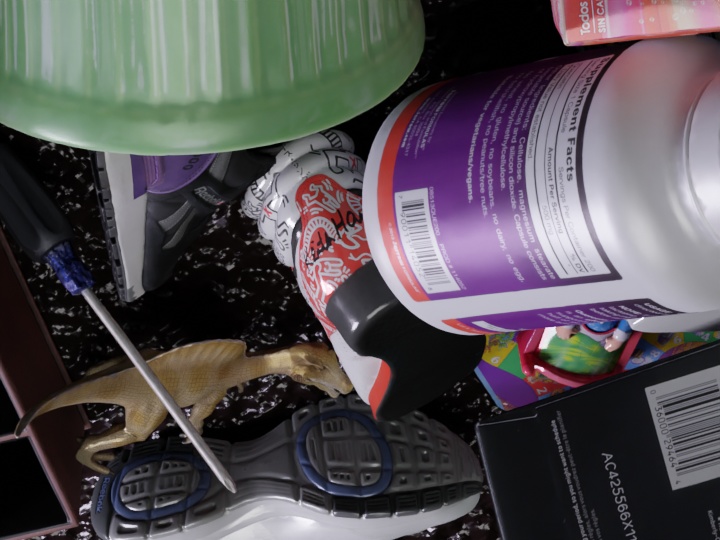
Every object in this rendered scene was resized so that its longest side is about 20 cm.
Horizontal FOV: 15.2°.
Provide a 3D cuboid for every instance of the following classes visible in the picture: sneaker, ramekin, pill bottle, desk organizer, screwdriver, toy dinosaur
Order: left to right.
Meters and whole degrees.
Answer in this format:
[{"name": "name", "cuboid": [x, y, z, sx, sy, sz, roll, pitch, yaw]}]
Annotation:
[{"name": "desk organizer", "cuboid": [-0.195, 0.036, 1.291, 0.071, 0.077, 0.200, -14, 128, 8]}, {"name": "screwdriver", "cuboid": [-0.115, 0.020, 1.237, 0.028, 0.200, 0.029, -30, 162, -33]}, {"name": "toy dinosaur", "cuboid": [-0.103, 0.054, 1.299, 0.199, 0.058, 0.101, -8, 162, -37]}, {"name": "ramekin", "cuboid": [-0.073, -0.136, 1.090, 0.199, 0.200, 0.098, -2, 121, -2]}, {"name": "sneaker", "cuboid": [-0.074, -0.042, 1.199, 0.087, 0.076, 0.200, -11, 163, -7]}, {"name": "sneaker", "cuboid": [-0.033, 0.120, 1.384, 0.199, 0.075, 0.087, -7, 141, 11]}, {"name": "sneaker", "cuboid": [0.001, -0.001, 1.282, 0.067, 0.108, 0.201, -33, 162, -1]}, {"name": "pill bottle", "cuboid": [0.100, -0.035, 1.115, 0.112, 0.113, 0.200, 41, 151, -30]}]

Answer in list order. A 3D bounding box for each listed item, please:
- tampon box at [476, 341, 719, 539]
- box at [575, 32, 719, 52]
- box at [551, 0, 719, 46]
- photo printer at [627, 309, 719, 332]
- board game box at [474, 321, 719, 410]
[{"name": "tampon box", "cuboid": [0.154, 0.135, 1.281, 0.126, 0.150, 0.200, -18, 164, 14]}, {"name": "box", "cuboid": [0.137, -0.140, 1.180, 0.110, 0.035, 0.200, -26, 127, -1]}, {"name": "box", "cuboid": [0.113, -0.193, 1.056, 0.094, 0.103, 0.201, -6, 99, 3]}, {"name": "photo printer", "cuboid": [0.217, -0.040, 1.217, 0.199, 0.070, 0.166, 0, 142, -40]}, {"name": "board game box", "cuboid": [0.114, 0.011, 1.311, 0.158, 0.039, 0.200, -23, 126, 14]}]
